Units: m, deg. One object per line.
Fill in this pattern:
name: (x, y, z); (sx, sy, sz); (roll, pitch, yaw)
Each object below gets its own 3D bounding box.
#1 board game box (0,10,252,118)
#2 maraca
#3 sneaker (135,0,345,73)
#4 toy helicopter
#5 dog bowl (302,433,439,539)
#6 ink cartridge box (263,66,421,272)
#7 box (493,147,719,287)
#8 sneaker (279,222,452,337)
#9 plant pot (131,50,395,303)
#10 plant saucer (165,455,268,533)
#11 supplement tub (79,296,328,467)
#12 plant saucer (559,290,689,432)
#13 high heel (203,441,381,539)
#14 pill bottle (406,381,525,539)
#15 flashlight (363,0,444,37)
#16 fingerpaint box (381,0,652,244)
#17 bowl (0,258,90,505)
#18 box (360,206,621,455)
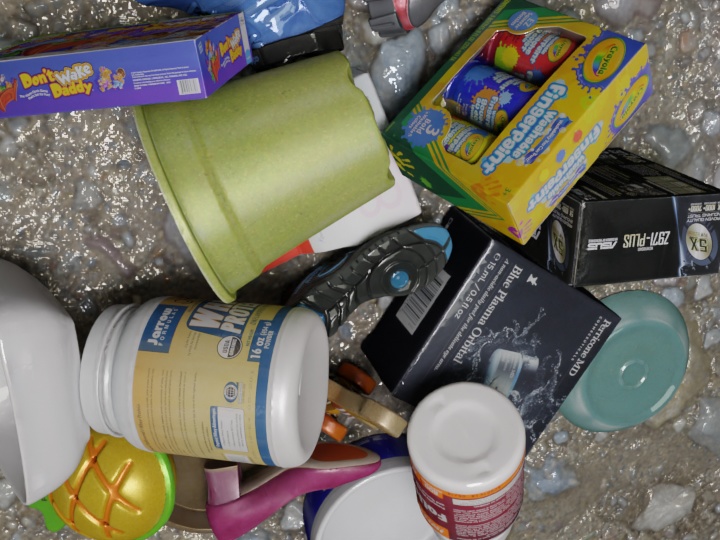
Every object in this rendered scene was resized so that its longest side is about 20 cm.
board game box: (-0.205, -0.171, 0.711); (0.199, 0.135, 0.045); (-3, 114, 11)
maraca: (-0.272, 0.213, 0.877); (0.199, 0.107, 0.138); (-7, 92, 25)
sneaker: (-0.108, -0.226, 0.789); (0.199, 0.077, 0.112); (-9, 103, -20)
toy helicopter: (-0.020, 0.128, 0.888); (0.132, 0.200, 0.079); (40, 76, -25)
dog bowl: (0.033, 0.302, 1.034); (0.199, 0.079, 0.201); (-6, 112, -14)
ink cartridge box: (-0.055, -0.090, 0.875); (0.199, 0.057, 0.163); (-28, 116, -10)
box: (0.248, -0.062, 0.891); (0.163, 0.200, 0.087); (-5, 112, -16)
sneaker: (0.000, 0.000, 0.906); (0.199, 0.082, 0.073); (-27, 114, -3)
plant pot: (-0.075, -0.100, 0.765); (0.183, 0.200, 0.201); (-24, 115, -2)
plant saucer: (-0.163, 0.205, 0.966); (0.199, 0.029, 0.201); (-6, 112, -15)
supplement tub: (-0.139, 0.100, 0.794); (0.199, 0.145, 0.145); (4, 112, 11)
plant saucer: (0.336, 0.124, 1.081); (0.199, 0.036, 0.201); (-6, 112, -15)
high heel: (-0.073, 0.247, 0.949); (0.199, 0.067, 0.097); (-5, 104, 7)
pill bottle: (0.111, 0.211, 0.882); (0.114, 0.114, 0.200); (-22, 142, -8)
flashlight: (0.103, -0.266, 0.793); (0.199, 0.068, 0.068); (-4, 143, 21)
fingerpaint box: (0.148, -0.150, 0.817); (0.200, 0.167, 0.073); (-48, 143, -9)
bowl: (-0.312, 0.090, 0.794); (0.074, 0.200, 0.201); (-15, 116, -31)
box: (0.144, 0.070, 0.958); (0.199, 0.117, 0.197); (28, 100, -25)
